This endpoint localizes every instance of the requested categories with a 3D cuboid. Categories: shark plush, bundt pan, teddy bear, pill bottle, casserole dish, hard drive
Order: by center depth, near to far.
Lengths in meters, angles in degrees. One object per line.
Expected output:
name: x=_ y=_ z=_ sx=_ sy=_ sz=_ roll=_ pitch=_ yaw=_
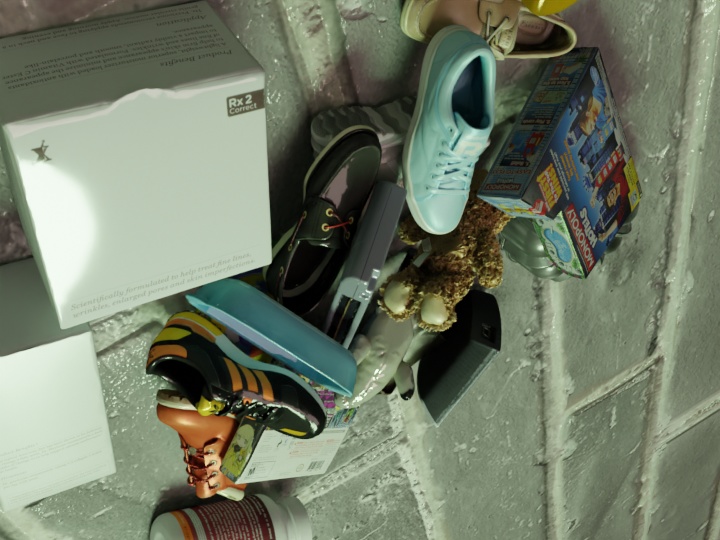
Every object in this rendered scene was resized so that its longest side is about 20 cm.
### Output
casserole dish: x=-0.081 y=0.062 z=0.880 sx=0.199 sy=0.121 sz=0.039 roll=36 pitch=76 yaw=-24
teddy bear: x=0.101 y=-0.018 z=0.992 sx=0.143 sy=0.202 sz=0.067 roll=-5 pitch=142 yaw=34
shark plush: x=0.018 y=0.060 z=1.029 sx=0.090 sy=0.204 sz=0.083 roll=18 pitch=161 yaw=-21
hard drive: x=0.121 y=0.098 z=1.109 sx=0.042 sy=0.200 sz=0.136 roll=35 pitch=107 yaw=-5
bundt pan: x=0.274 y=-0.068 z=1.133 sx=0.199 sy=0.076 sz=0.204 roll=-19 pitch=136 yaw=-20
pill bottle: x=-0.168 y=0.360 z=1.174 sx=0.197 sy=0.113 sz=0.114 roll=-4 pitch=129 yaw=-33

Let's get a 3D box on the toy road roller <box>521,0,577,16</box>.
toy road roller: x=0.209 y=-0.325 z=0.825 sx=0.197 sy=0.124 sz=0.147 roll=-14 pitch=148 yaw=-22

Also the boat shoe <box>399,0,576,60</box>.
boat shoe: x=0.130 y=-0.243 z=0.877 sx=0.197 sy=0.065 sz=0.073 roll=-3 pitch=129 yaw=-34

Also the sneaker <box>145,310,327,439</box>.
sneaker: x=-0.129 y=0.128 z=0.906 sx=0.199 sy=0.090 sz=0.070 roll=34 pitch=124 yaw=-4

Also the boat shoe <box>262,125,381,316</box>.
boat shoe: x=-0.030 y=-0.045 z=0.870 sx=0.073 sy=0.063 sz=0.203 roll=13 pitch=119 yaw=-35

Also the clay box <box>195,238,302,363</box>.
clay box: x=-0.125 y=0.061 z=0.983 sx=0.113 sy=0.048 sz=0.202 roll=-5 pitch=129 yaw=-31

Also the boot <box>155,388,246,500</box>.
boot: x=-0.174 y=0.201 z=1.013 sx=0.200 sy=0.074 sz=0.109 roll=45 pitch=60 yaw=-54

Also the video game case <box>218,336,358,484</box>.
video game case: x=-0.063 y=0.161 z=1.058 sx=0.199 sy=0.036 sz=0.184 roll=14 pitch=103 yaw=-61

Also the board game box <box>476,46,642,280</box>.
board game box: x=0.217 y=-0.101 z=0.972 sx=0.200 sy=0.061 sz=0.202 roll=-47 pitch=126 yaw=-28

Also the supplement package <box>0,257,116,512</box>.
supplement package: x=-0.310 y=0.105 z=0.837 sx=0.115 sy=0.118 sz=0.202 roll=-15 pitch=135 yaw=-22

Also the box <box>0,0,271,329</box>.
box: x=-0.187 y=-0.090 z=0.739 sx=0.196 sy=0.131 sz=0.202 roll=-17 pitch=135 yaw=-21

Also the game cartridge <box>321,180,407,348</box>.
game cartridge: x=0.000 y=0.000 z=0.924 sx=0.201 sy=0.040 sz=0.135 roll=113 pitch=1 yaw=-60

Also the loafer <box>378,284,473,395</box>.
loafer: x=0.070 y=0.071 z=1.080 sx=0.202 sy=0.071 sz=0.073 roll=-61 pitch=151 yaw=6

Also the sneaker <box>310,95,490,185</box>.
sneaker: x=0.038 y=-0.128 z=0.922 sx=0.196 sy=0.075 sz=0.083 roll=-5 pitch=137 yaw=-18

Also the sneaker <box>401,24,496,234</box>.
sneaker: x=0.086 y=-0.122 z=0.839 sx=0.073 sy=0.082 sz=0.204 roll=-5 pitch=114 yaw=-16
